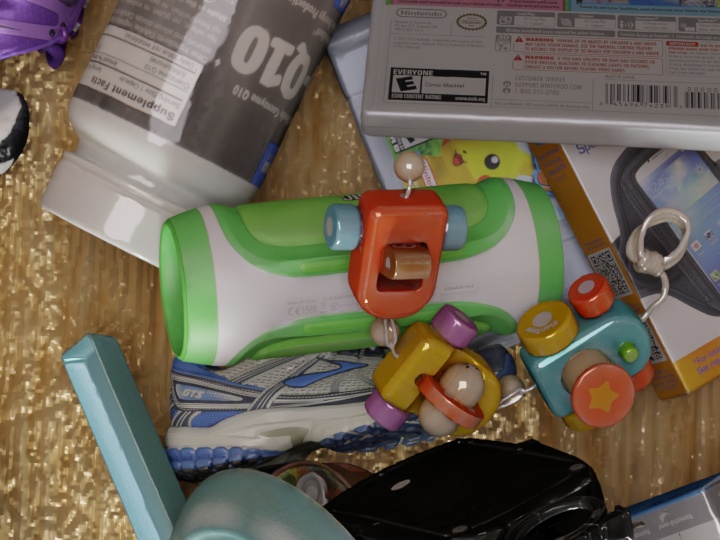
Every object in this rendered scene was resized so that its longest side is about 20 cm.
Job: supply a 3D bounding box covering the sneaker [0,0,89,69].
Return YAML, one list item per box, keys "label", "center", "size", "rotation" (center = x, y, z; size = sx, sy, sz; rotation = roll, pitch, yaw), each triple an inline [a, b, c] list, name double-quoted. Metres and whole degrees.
- label: "sneaker"
  center: [-0.172, -0.161, 1.315]
  size: [0.200, 0.081, 0.084]
  rotation: [-41, 103, -8]

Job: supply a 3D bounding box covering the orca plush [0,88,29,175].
- label: "orca plush"
  center: [-0.269, -0.032, 1.313]
  size: [0.199, 0.105, 0.071]
  rotation: [-32, 130, -24]

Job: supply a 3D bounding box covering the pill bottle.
- label: "pill bottle"
  center: [-0.087, -0.103, 1.288]
  size: [0.113, 0.114, 0.201]
  rotation: [26, 90, 4]

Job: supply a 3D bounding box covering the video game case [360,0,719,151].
- label: "video game case"
  center: [0.106, -0.139, 1.274]
  size: [0.199, 0.022, 0.183]
  rotation: [2, 52, 4]

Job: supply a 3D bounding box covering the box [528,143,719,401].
- label: "box"
  center: [0.169, -0.046, 1.285]
  size: [0.119, 0.041, 0.201]
  rotation: [-28, 93, -20]

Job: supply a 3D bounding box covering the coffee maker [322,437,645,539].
- label: "coffee maker"
  center: [0.076, 0.200, 1.163]
  size: [0.134, 0.192, 0.201]
  rotation: [-19, 103, -7]

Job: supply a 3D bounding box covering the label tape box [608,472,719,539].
- label: "label tape box"
  center: [0.170, 0.221, 1.255]
  size: [0.143, 0.066, 0.201]
  rotation: [-25, 84, 32]

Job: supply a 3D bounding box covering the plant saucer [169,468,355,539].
- label: "plant saucer"
  center: [-0.038, 0.196, 1.196]
  size: [0.027, 0.200, 0.201]
  rotation: [-25, 85, -37]

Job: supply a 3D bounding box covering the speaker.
- label: "speaker"
  center: [0.000, 0.000, 1.239]
  size: [0.199, 0.088, 0.089]
  rotation: [-6, 87, -14]

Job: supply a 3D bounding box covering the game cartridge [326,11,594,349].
- label: "game cartridge"
  center: [0.074, -0.063, 1.319]
  size: [0.133, 0.040, 0.201]
  rotation: [-22, 86, -2]

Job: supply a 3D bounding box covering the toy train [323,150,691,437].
- label: "toy train"
  center: [0.074, 0.023, 1.188]
  size: [0.199, 0.056, 0.151]
  rotation: [3, 118, -21]

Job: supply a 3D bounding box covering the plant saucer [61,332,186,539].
- label: "plant saucer"
  center: [-0.110, 0.129, 1.304]
  size: [0.019, 0.070, 0.201]
  rotation: [-23, 86, -24]

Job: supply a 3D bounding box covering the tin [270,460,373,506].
- label: "tin"
  center: [-0.019, 0.202, 1.278]
  size: [0.112, 0.042, 0.201]
  rotation: [-1, 87, 44]

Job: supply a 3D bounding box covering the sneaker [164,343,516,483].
- label: "sneaker"
  center: [-0.017, 0.055, 1.289]
  size: [0.199, 0.077, 0.086]
  rotation: [-12, 77, 12]
